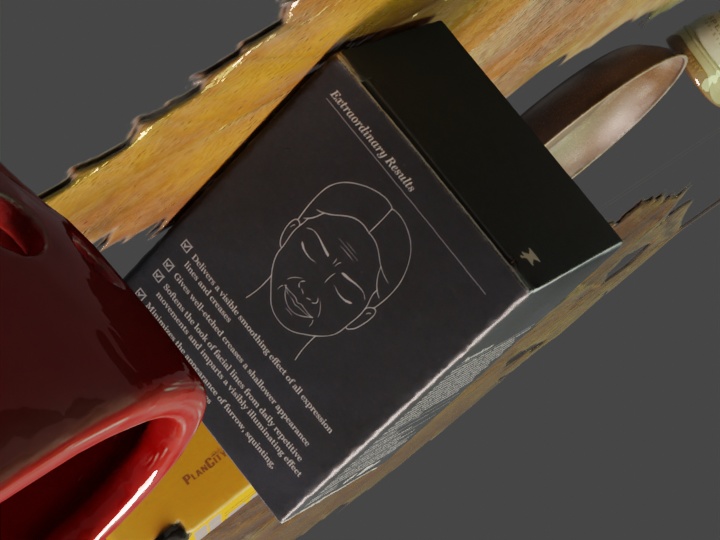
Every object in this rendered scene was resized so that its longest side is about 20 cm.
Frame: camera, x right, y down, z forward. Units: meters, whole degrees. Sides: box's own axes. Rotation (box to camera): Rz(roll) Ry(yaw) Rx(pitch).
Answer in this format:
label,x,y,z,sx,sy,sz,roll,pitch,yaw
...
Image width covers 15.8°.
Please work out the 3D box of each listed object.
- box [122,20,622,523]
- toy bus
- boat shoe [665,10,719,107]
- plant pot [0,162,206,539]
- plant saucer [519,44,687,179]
label,x,y,z,sx,sy,sz,roll,pitch,yaw
box,0.000,0.000,1.283,0.200,0.149,0.107,-44,170,32
toy bus,-0.094,0.130,1.799,0.200,0.065,0.078,-38,172,-8
boat shoe,0.272,-0.149,1.835,0.063,0.073,0.200,-38,170,14
plant pot,-0.167,0.027,0.670,0.200,0.183,0.200,-37,170,-7
plant saucer,0.131,-0.088,1.722,0.200,0.032,0.200,-37,170,-8
